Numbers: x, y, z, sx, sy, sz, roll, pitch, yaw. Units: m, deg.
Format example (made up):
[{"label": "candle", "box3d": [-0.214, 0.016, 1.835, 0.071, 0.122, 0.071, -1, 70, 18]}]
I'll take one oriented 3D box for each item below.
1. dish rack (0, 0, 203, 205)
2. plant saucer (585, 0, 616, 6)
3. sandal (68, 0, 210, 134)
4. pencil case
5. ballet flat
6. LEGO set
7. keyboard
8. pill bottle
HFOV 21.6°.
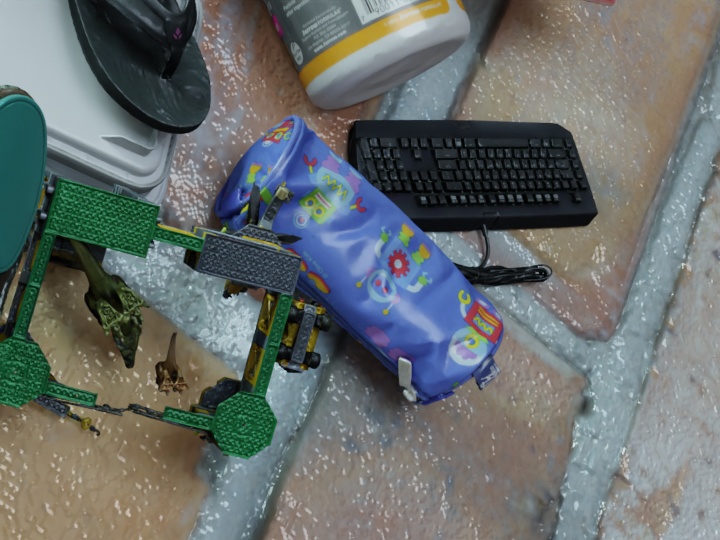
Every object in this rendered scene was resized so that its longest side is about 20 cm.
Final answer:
[{"label": "dish rack", "box3d": [-0.180, -0.139, 1.103, 0.199, 0.043, 0.173, 24, 59, -25]}, {"label": "plant saucer", "box3d": [0.108, -0.285, 1.258, 0.199, 0.036, 0.202, -1, 91, -54]}, {"label": "sandal", "box3d": [-0.135, -0.176, 1.091, 0.075, 0.048, 0.202, -13, 79, -38]}, {"label": "pencil case", "box3d": [0.000, 0.000, 1.154, 0.200, 0.078, 0.087, 44, 54, -13]}, {"label": "ballet flat", "box3d": [-0.214, 0.002, 0.960, 0.074, 0.074, 0.202, 18, 82, -29]}, {"label": "LEGO set", "box3d": [-0.126, 0.018, 1.056, 0.198, 0.116, 0.156, 7, 96, -19]}, {"label": "keyboard", "box3d": [0.083, -0.043, 1.269, 0.198, 0.021, 0.129, -3, 74, -36]}, {"label": "pill bottle", "box3d": [-0.019, -0.215, 1.203, 0.116, 0.116, 0.202, -21, 84, -39]}]
